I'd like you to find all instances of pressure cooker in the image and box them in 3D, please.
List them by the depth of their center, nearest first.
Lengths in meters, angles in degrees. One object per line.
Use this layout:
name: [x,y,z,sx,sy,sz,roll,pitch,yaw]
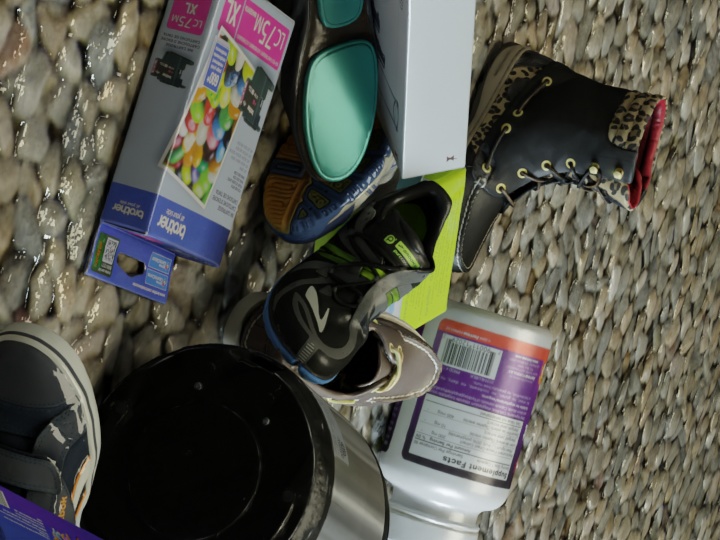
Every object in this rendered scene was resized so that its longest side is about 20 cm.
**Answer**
pressure cooker: [-0.072,0.154,1.632,0.200,0.178,0.177,45,61,-66]

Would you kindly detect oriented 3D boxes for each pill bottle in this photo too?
pill bottle: [0.079,0.130,2.086,0.111,0.111,0.201,17,90,-69]

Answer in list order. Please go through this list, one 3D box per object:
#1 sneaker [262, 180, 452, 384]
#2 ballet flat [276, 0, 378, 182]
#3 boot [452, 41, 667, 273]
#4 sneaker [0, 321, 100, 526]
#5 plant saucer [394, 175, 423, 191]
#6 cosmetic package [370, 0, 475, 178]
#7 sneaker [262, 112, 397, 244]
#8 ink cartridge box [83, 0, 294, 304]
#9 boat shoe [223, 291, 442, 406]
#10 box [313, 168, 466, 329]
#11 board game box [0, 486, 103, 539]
sneaker: [0.000,0.000,1.715,0.083,0.071,0.200,-40,-172,45]
ballet flat: [-0.026,-0.160,1.671,0.073,0.073,0.201,-41,137,-54]
boot: [0.152,-0.078,2.061,0.201,0.150,0.073,-68,158,-16]
sneaker: [-0.196,0.130,1.441,0.079,0.078,0.201,-53,153,-54]
plant saucer: [0.050,-0.101,1.893,0.200,0.019,0.070,-67,177,-60]
cosmetic package: [0.031,-0.184,1.679,0.201,0.051,0.151,91,-18,-48]
sneaker: [-0.001,-0.078,1.785,0.200,0.075,0.088,-56,155,-35]
ink cartridge box: [-0.104,-0.079,1.578,0.201,0.042,0.119,-71,158,-4]
boat shoe: [-0.008,0.062,1.793,0.199,0.059,0.072,17,96,-46]
box: [0.015,-0.006,1.912,0.200,0.047,0.123,-28,130,-60]
board game box: [-0.199,0.192,1.383,0.134,0.045,0.200,-35,149,9]
